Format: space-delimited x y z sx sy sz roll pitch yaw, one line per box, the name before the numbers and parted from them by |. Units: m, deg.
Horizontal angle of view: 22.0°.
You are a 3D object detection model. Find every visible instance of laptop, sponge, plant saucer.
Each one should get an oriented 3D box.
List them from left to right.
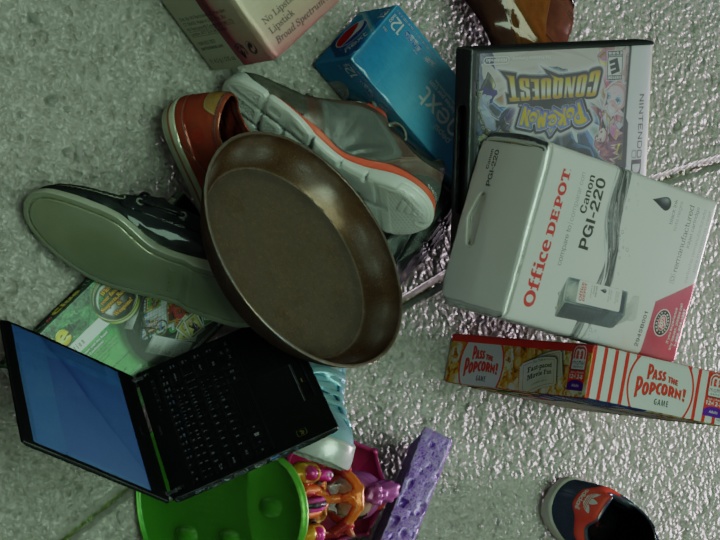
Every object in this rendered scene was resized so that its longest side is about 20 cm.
laptop | -0.142 0.075 1.338 0.200 0.177 0.103 -23 122 -3
plant saucer | -0.050 -0.011 1.395 0.200 0.034 0.200 32 41 -32
sponge | 0.022 0.231 1.521 0.030 0.112 0.200 24 77 0

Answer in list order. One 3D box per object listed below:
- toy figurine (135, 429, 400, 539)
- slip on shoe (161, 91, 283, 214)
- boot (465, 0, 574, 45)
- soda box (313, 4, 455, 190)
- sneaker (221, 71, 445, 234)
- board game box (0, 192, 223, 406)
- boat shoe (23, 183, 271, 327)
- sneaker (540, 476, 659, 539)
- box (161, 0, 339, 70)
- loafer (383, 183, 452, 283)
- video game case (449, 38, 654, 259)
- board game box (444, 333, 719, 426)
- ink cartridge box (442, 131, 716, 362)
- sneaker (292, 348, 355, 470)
toy figurine | -0.044 0.173 1.451 0.184 0.200 0.150 -3 87 -43
slip on shoe | -0.086 -0.053 1.468 0.200 0.061 0.074 63 30 -15
boot | 0.113 -0.185 1.568 0.188 0.068 0.200 22 64 -47
soda box | 0.056 -0.127 1.561 0.200 0.064 0.068 48 68 -22
sneaker | -0.020 -0.107 1.503 0.200 0.077 0.082 33 52 -5
board game box | -0.178 0.043 1.447 0.200 0.023 0.105 -45 113 -22
boat shoe | -0.156 -0.025 1.410 0.199 0.075 0.066 19 43 4
sneaker | 0.251 0.263 1.675 0.200 0.085 0.075 40 71 -26
box | -0.105 -0.273 1.435 0.128 0.109 0.200 -45 113 -22
loafer | 0.000 0.000 1.537 0.070 0.068 0.201 35 80 13
video game case | 0.161 -0.098 1.535 0.200 0.025 0.181 -7 105 -35
board game box | 0.190 0.093 1.568 0.151 0.200 0.046 14 83 -31
ink cartridge box | 0.179 -0.017 1.499 0.200 0.085 0.146 15 90 -35
sneaker | -0.042 0.088 1.402 0.074 0.200 0.082 19 97 -20
